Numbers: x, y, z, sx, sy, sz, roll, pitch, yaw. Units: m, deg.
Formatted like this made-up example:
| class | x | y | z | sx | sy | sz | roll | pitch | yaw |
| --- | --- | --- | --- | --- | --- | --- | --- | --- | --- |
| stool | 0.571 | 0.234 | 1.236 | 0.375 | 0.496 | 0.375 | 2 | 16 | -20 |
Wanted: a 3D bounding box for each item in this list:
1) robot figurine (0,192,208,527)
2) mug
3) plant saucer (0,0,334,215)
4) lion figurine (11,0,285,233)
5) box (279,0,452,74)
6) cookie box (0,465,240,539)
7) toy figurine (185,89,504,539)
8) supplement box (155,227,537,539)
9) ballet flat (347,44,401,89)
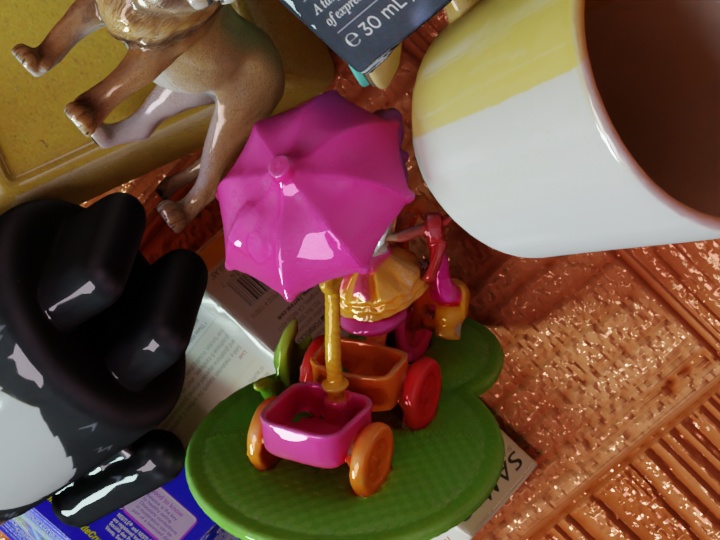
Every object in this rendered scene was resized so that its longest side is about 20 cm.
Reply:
| class | x | y | z | sx | sy | sz | roll | pitch | yaw |
| --- | --- | --- | --- | --- | --- | --- | --- | --- | --- |
| robot figurine | -0.163 | 0.047 | 1.341 | 0.200 | 0.125 | 0.150 | -33 | 77 | 30 |
| mug | 0.100 | -0.090 | 1.239 | 0.153 | 0.149 | 0.187 | -20 | 69 | 52 |
| plant saucer | -0.132 | -0.128 | 1.329 | 0.048 | 0.200 | 0.200 | -126 | 11 | -69 |
| lion figurine | -0.074 | -0.099 | 1.263 | 0.072 | 0.122 | 0.200 | 48 | 178 | 19 |
| box | -0.009 | -0.204 | 1.099 | 0.200 | 0.107 | 0.148 | 42 | 131 | -13 |
| cookie box | -0.139 | 0.125 | 1.514 | 0.171 | 0.075 | 0.200 | 39 | 166 | 15 |
| toy figurine | 0.000 | 0.000 | 1.313 | 0.150 | 0.200 | 0.184 | 13 | 126 | 24 |
| supplement box | -0.026 | 0.080 | 1.474 | 0.200 | 0.074 | 0.126 | 44 | 136 | 3 |
| ballet flat | -0.014 | -0.173 | 1.218 | 0.063 | 0.069 | 0.200 | -26 | 109 | 4 |
